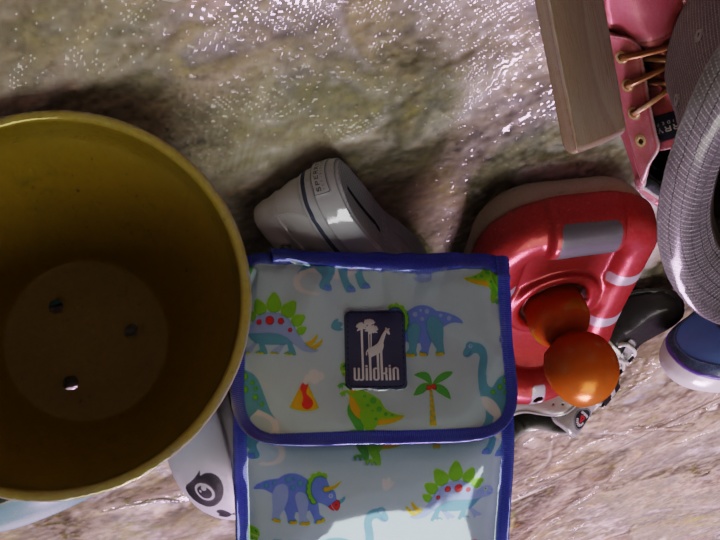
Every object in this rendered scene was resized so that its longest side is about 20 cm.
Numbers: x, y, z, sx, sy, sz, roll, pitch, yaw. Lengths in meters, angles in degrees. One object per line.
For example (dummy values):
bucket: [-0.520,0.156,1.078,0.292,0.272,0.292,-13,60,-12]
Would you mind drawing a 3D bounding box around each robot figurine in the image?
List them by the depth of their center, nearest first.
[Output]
robot figurine: [-0.041,0.107,0.858,0.200,0.125,0.150,-15,102,-3]

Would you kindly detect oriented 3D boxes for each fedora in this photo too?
fedora: [0.196,-0.078,0.531,0.177,0.090,0.200,-15,136,-10]

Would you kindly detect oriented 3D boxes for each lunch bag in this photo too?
lunch bag: [0.005,0.086,0.730,0.170,0.127,0.200,0,103,-7]

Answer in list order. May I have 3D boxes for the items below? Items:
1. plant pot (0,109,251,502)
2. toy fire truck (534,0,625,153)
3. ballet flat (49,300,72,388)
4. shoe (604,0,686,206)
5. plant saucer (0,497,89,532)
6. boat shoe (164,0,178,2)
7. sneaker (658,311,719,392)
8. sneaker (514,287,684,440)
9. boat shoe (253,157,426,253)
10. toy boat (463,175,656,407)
plant pot: [-0.160,0.029,0.667,0.200,0.200,0.142,-12,169,-7]
toy fire truck: [0.151,-0.166,0.555,0.176,0.129,0.200,-5,149,-18]
ballet flat: [-0.250,0.088,0.795,0.200,0.067,0.068,-27,145,15]
shoe: [0.167,-0.114,0.661,0.071,0.091,0.200,-21,145,6]
plant saucer: [-0.193,0.117,0.775,0.200,0.200,0.027,-21,103,6]
boat shoe: [-0.033,-0.191,0.493,0.076,0.072,0.200,-4,146,-38]
sneaker: [0.327,0.006,0.904,0.200,0.081,0.147,-14,136,-14]
sneaker: [0.179,0.088,0.964,0.200,0.089,0.074,-31,143,17]
boat shoe: [0.000,0.000,0.785,0.067,0.074,0.200,-20,135,18]
toy boat: [0.139,0.037,0.831,0.130,0.131,0.200,-7,145,-13]
